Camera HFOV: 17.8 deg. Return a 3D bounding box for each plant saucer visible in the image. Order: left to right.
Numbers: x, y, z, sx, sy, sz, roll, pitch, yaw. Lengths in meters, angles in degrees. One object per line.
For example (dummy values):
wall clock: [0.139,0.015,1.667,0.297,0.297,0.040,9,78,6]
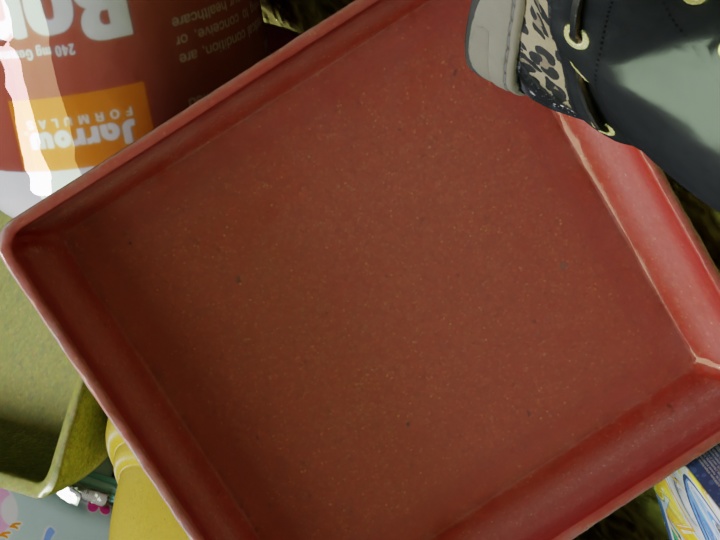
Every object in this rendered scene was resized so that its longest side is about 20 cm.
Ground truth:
plant saucer: [-0.141,-0.004,1.011,0.048,0.200,0.200,22,171,-37]
plant saucer: [0.012,0.013,0.775,0.200,0.200,0.037,58,177,-17]

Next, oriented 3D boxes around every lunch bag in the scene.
lunch bag: [-0.148,0.111,1.144,0.160,0.077,0.200,21,-178,-4]

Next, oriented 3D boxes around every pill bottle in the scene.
pill bottle: [-0.089,-0.085,0.804,0.112,0.112,0.200,11,118,49]

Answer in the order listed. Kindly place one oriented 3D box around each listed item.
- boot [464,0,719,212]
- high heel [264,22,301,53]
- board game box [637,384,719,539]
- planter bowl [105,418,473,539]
boot: [0.111,-0.075,0.634,0.154,0.073,0.204,38,159,12]
high heel: [0.000,0.000,0.855,0.067,0.096,0.200,-27,107,42]
board game box: [0.163,0.137,0.799,0.200,0.034,0.135,56,170,52]
planter bowl: [-0.036,0.121,0.888,0.200,0.083,0.200,30,157,14]
